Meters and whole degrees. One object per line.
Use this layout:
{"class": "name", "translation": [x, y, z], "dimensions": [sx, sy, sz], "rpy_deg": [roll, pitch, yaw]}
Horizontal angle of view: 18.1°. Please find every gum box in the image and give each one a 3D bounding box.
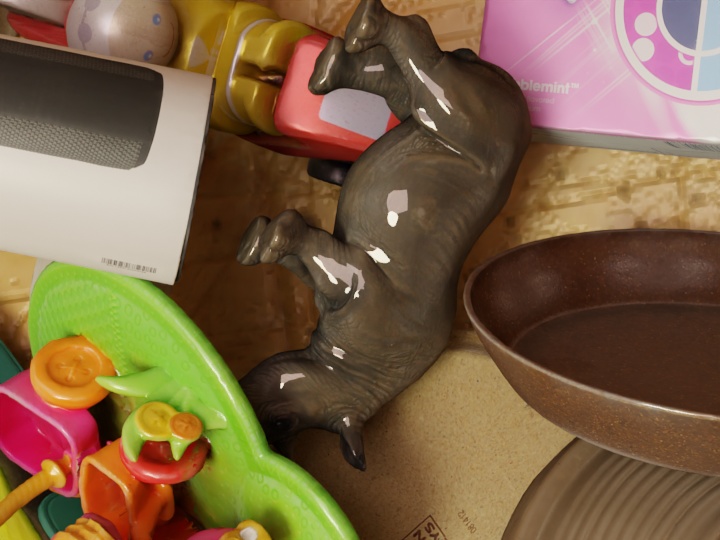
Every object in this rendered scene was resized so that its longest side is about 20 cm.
{"class": "gum box", "translation": [0.151, -0.102, 0.886], "dimensions": [0.198, 0.066, 0.115], "rpy_deg": [7, 89, 21]}

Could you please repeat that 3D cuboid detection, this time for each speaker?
{"class": "speaker", "translation": [-0.157, -0.052, 0.834], "dimensions": [0.198, 0.081, 0.082], "rpy_deg": [11, 89, -5]}

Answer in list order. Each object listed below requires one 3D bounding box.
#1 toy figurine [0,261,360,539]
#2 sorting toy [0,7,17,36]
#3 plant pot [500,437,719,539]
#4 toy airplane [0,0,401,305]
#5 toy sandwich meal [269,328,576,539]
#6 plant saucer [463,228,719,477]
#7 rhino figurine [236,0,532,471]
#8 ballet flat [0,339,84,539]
{"class": "toy figurine", "translation": [-0.126, 0.116, 0.840], "dimensions": [0.200, 0.184, 0.151], "rpy_deg": [37, 143, 27]}
{"class": "sorting toy", "translation": [-0.211, -0.065, 0.949], "dimensions": [0.036, 0.200, 0.187], "rpy_deg": [12, 90, 24]}
{"class": "plant pot", "translation": [0.150, 0.131, 0.808], "dimensions": [0.199, 0.093, 0.203], "rpy_deg": [3, 75, -10]}
{"class": "toy airplane", "translation": [-0.087, -0.097, 0.937], "dimensions": [0.198, 0.141, 0.201], "rpy_deg": [-28, 77, 17]}
{"class": "toy sandwich meal", "translation": [0.038, 0.126, 0.914], "dimensions": [0.204, 0.070, 0.207], "rpy_deg": [-8, 72, 24]}
{"class": "plant saucer", "translation": [0.135, 0.031, 0.822], "dimensions": [0.199, 0.200, 0.035], "rpy_deg": [11, 109, 21]}
{"class": "rhino figurine", "translation": [0.000, 0.000, 0.871], "dimensions": [0.087, 0.060, 0.201], "rpy_deg": [21, 100, -15]}
{"class": "ballet flat", "translation": [-0.141, 0.106, 0.989], "dimensions": [0.200, 0.067, 0.067], "rpy_deg": [49, 123, 20]}
